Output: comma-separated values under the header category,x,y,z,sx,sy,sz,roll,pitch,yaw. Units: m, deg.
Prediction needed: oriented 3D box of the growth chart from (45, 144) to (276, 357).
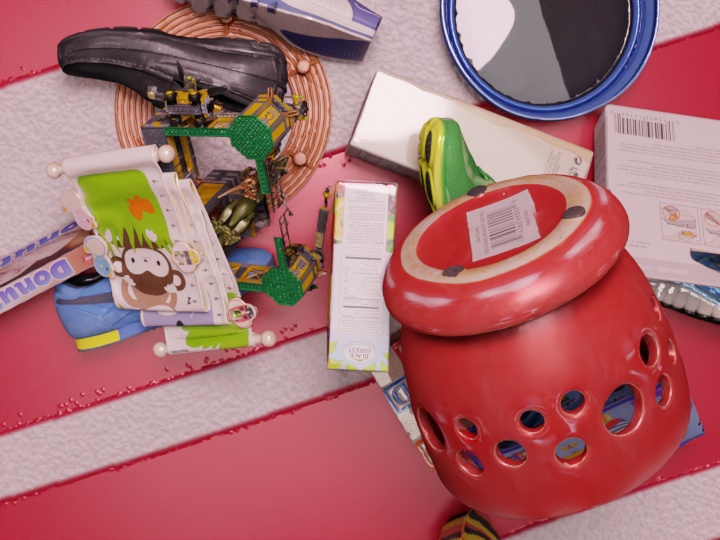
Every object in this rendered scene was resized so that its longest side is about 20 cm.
category,x,y,z,sx,sy,sz,roll,pitch,yaw
growth chart,-0.166,-0.012,0.842,0.144,0.018,0.201,-13,113,29

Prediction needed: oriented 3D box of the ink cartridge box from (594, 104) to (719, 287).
category,x,y,z,sx,sy,sz,roll,pitch,yaw
ink cartridge box,0.308,-0.053,0.911,0.198,0.045,0.178,8,62,-3

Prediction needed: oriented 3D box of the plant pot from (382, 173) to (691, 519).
category,x,y,z,sx,sy,sz,roll,pitch,yaw
plant pot,0.117,0.045,0.740,0.199,0.201,0.184,-26,114,-1

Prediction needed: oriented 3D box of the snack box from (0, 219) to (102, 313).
category,x,y,z,sx,sy,sz,roll,pitch,yaw
snack box,-0.297,0.003,0.910,0.199,0.072,0.024,-28,118,-1

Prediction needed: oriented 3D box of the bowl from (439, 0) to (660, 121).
category,x,y,z,sx,sy,sz,roll,pitch,yaw
bowl,0.170,-0.236,0.937,0.198,0.039,0.203,0,93,-2

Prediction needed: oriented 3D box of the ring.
category,x,y,z,sx,sy,sz,roll,pitch,yaw
ring,-0.125,-0.146,0.938,0.198,0.019,0.203,0,93,-3

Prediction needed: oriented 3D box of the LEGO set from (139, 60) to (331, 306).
category,x,y,z,sx,sy,sz,roll,pitch,yaw
LEGO set,-0.092,-0.077,0.854,0.152,0.116,0.201,-3,121,26

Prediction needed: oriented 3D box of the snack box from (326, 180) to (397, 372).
category,x,y,z,sx,sy,sz,roll,pitch,yaw
snack box,0.000,0.000,0.860,0.052,0.200,0.144,4,93,-1

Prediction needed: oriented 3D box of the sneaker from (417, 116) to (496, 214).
category,x,y,z,sx,sy,sz,roll,pitch,yaw
sneaker,0.103,-0.048,0.838,0.083,0.074,0.201,-25,124,7

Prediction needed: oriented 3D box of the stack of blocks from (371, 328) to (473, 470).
category,x,y,z,sx,sy,sz,roll,pitch,yaw
stack of blocks,0.115,0.075,0.941,0.199,0.059,0.116,-33,94,-1

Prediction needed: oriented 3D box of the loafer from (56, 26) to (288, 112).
category,x,y,z,sx,sy,sz,roll,pitch,yaw
loafer,-0.162,-0.167,0.891,0.198,0.068,0.071,5,85,-7

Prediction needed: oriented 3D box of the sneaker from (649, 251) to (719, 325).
category,x,y,z,sx,sy,sz,roll,pitch,yaw
sneaker,0.322,0.000,0.940,0.198,0.078,0.091,17,89,-4

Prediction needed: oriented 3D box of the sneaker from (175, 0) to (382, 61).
category,x,y,z,sx,sy,sz,roll,pitch,yaw
sneaker,-0.067,-0.269,0.897,0.198,0.081,0.116,19,81,-10

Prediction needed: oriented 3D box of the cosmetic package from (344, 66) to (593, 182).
category,x,y,z,sx,sy,sz,roll,pitch,yaw
cosmetic package,0.091,-0.104,0.909,0.198,0.104,0.074,22,91,-5

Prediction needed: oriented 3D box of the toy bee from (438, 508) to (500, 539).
category,x,y,z,sx,sy,sz,roll,pitch,yaw
toy bee,0.130,0.318,0.921,0.200,0.108,0.132,39,130,16

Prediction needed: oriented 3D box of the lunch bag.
category,x,y,z,sx,sy,sz,roll,pitch,yaw
lunch bag,0.185,0.141,0.903,0.199,0.151,0.094,-36,53,6

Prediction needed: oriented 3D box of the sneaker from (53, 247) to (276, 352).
category,x,y,z,sx,sy,sz,roll,pitch,yaw
sneaker,-0.176,0.005,0.916,0.198,0.066,0.079,-18,105,0
